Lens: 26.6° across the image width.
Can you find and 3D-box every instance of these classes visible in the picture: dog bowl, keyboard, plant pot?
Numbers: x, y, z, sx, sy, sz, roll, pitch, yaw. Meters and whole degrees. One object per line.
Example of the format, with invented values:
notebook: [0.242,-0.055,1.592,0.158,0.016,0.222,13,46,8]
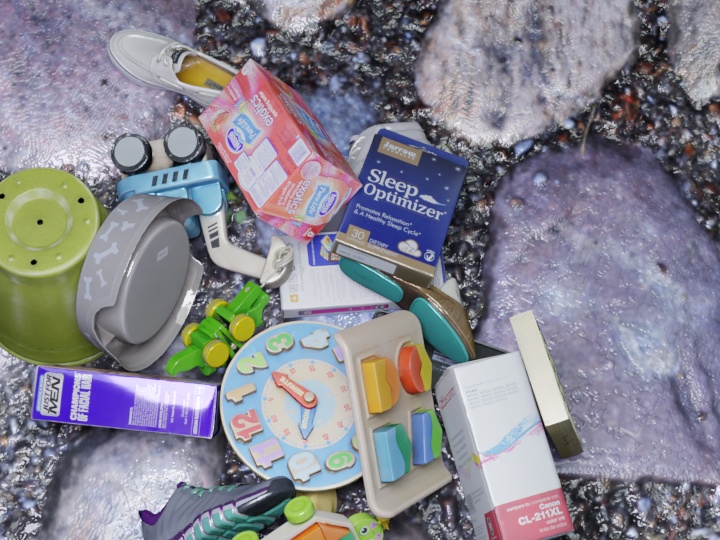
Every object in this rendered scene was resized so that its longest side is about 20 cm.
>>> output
dog bowl: [-0.243,0.007,1.681,0.058,0.200,0.201,19,67,17]
keyboard: [0.092,0.130,1.768,0.198,0.021,0.128,19,66,5]
plant pot: [-0.349,-0.017,1.709,0.198,0.193,0.202,1,68,-2]

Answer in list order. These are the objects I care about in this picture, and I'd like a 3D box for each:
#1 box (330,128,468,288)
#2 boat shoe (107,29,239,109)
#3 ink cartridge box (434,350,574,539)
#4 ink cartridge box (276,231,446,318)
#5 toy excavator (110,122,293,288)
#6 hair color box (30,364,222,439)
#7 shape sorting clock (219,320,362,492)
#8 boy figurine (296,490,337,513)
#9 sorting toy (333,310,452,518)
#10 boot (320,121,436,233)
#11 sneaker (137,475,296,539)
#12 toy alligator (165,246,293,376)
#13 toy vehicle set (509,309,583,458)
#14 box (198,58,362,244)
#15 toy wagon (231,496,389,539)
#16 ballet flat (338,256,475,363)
box: [0.051,-0.084,1.768,0.120,0.033,0.201,20,54,0]
boat shoe: [-0.223,-0.253,1.879,0.199,0.070,0.071,28,69,8]
ink cartridge box: [0.153,0.202,1.658,0.082,0.146,0.202,-14,78,-8]
ink cartridge box: [0.000,0.000,1.807,0.198,0.037,0.096,-5,69,-3]
toy excavator: [-0.185,-0.066,1.789,0.192,0.100,0.202,-10,80,4]
hair color box: [-0.255,0.144,1.687,0.198,0.109,0.066,5,87,-1]
shape sorting clock: [-0.056,0.146,1.676,0.198,0.039,0.202,1,65,-3]
boy figurine: [-0.054,0.197,1.708,0.123,0.065,0.202,-7,69,-7]
sorting toy: [0.044,0.150,1.650,0.036,0.185,0.202,-13,91,28]
boot: [0.001,-0.117,1.843,0.198,0.074,0.096,-18,64,-19]
sneaker: [-0.163,0.251,1.639,0.199,0.074,0.088,-31,61,18]
toy alligator: [-0.137,0.058,1.722,0.200,0.054,0.059,-45,44,-16]
toy vehicle set: [0.207,0.129,1.678,0.026,0.200,0.125,-19,71,7]
box: [-0.096,-0.139,1.772,0.103,0.094,0.200,-46,46,12]
toy wagon: [-0.048,0.315,1.620,0.199,0.156,0.040,-31,30,-15]
ballet flat: [0.067,0.022,1.759,0.199,0.068,0.072,37,58,9]
